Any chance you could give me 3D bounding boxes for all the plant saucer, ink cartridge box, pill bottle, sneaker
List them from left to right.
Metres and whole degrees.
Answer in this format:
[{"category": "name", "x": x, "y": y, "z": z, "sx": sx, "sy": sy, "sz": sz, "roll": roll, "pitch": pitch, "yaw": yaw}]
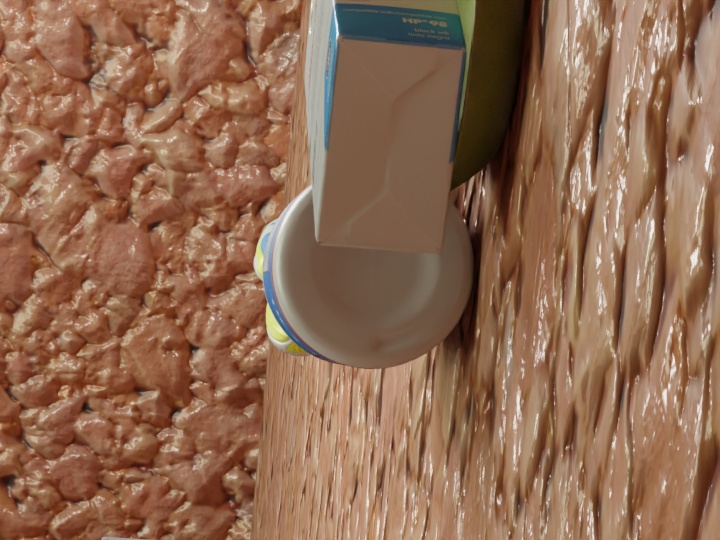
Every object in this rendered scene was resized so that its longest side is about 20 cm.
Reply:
[{"category": "sneaker", "x": -0.053, "y": -0.010, "z": 2.395, "sx": 0.201, "sy": 0.075, "sz": 0.105, "roll": -103, "pitch": 28, "yaw": -51}, {"category": "pill bottle", "x": 0.000, "y": 0.000, "z": 1.400, "sx": 0.200, "sy": 0.111, "sz": 0.113, "roll": 156, "pitch": 118, "yaw": -86}, {"category": "ink cartridge box", "x": 0.010, "y": -0.108, "z": 1.271, "sx": 0.200, "sy": 0.066, "sz": 0.117, "roll": -96, "pitch": 10, "yaw": -60}, {"category": "plant saucer", "x": 0.061, "y": -0.139, "z": 1.262, "sx": 0.200, "sy": 0.031, "sz": 0.202, "roll": -177, "pitch": 90, "yaw": -85}]

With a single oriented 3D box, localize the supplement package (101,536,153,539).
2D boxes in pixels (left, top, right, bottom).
[{"category": "supplement package", "x": -0.088, "y": 0.304, "z": 1.670, "sx": 0.147, "sy": 0.198, "sz": 0.192, "roll": -95, "pitch": 11, "yaw": -65}]
